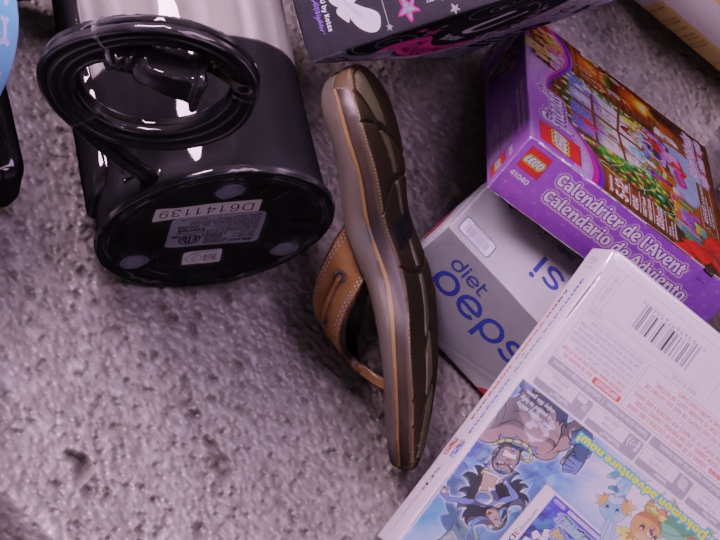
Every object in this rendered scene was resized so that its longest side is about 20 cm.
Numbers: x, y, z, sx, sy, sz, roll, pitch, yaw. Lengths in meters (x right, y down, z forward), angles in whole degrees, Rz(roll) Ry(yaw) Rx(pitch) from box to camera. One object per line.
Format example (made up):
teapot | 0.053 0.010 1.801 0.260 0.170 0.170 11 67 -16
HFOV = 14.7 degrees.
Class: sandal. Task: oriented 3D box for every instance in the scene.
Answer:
sandal | 0.000 0.000 1.383 0.082 0.054 0.200 -45 124 -72

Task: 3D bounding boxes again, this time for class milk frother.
milk frother | -0.093 -0.120 1.315 0.180 0.200 0.188 3 61 -31

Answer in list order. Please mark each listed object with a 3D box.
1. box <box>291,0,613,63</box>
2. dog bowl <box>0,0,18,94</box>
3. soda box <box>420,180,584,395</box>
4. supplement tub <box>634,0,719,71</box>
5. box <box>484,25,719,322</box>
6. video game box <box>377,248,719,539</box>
box | 0.043 -0.182 1.430 0.200 0.115 0.132 -14 87 -68
dog bowl | -0.208 -0.141 1.271 0.050 0.111 0.200 21 49 -45
soda box | 0.109 0.049 1.446 0.200 0.068 0.063 47 45 -3
supplement tub | 0.241 -0.185 1.636 0.200 0.145 0.146 39 47 -11
box | 0.130 -0.055 1.489 0.137 0.039 0.200 35 21 -13
video game box | 0.141 0.120 1.377 0.200 0.047 0.182 39 83 -11
